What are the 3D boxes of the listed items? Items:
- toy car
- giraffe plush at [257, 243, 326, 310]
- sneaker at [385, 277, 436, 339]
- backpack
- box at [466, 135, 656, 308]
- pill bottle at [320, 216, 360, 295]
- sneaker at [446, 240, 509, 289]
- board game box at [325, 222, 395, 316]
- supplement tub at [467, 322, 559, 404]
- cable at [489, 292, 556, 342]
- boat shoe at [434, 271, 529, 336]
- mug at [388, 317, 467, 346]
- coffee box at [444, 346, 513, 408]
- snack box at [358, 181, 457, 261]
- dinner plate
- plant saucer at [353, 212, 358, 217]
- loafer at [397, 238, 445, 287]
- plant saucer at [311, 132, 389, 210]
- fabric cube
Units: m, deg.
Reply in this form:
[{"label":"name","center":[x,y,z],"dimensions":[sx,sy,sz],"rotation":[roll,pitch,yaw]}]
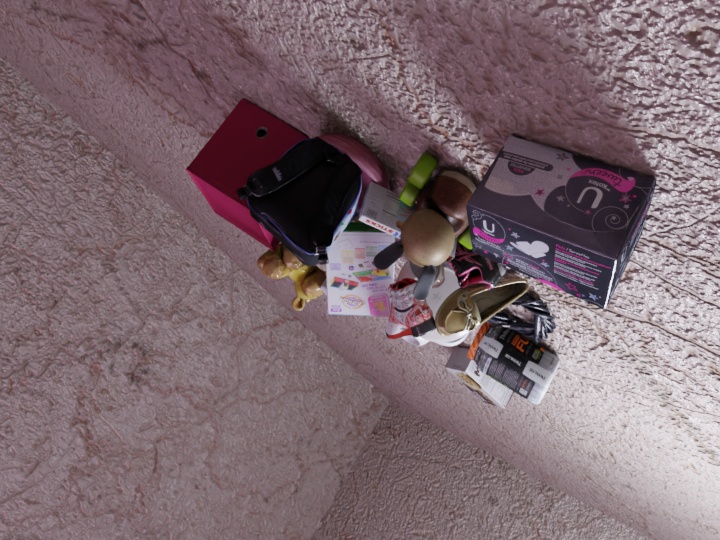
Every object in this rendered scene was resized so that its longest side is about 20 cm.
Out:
[{"label":"toy car","center":[0.113,-0.056,0.929],"dimensions":[0.162,0.203,0.158],"rotation":[34,164,2]},{"label":"giraffe plush","center":[-0.140,0.003,1.318],"dimensions":[0.166,0.169,0.201],"rotation":[61,-178,-18]},{"label":"sneaker","center":[0.087,0.075,1.119],"dimensions":[0.111,0.065,0.201],"rotation":[69,163,1]},{"label":"backpack","center":[-0.088,-0.127,0.991],"dimensions":[0.199,0.192,0.154],"rotation":[40,168,1]},{"label":"box","center":[0.255,-0.070,0.719],"dimensions":[0.196,0.134,0.116],"rotation":[26,159,29]},{"label":"pill bottle","center":[-0.008,-0.021,1.286],"dimensions":[0.109,0.203,0.112],"rotation":[31,164,10]},{"label":"sneaker","center":[0.200,-0.015,1.062],"dimensions":[0.079,0.097,0.197],"rotation":[43,164,-35]},{"label":"board game box","center":[0.000,0.000,1.161],"dimensions":[0.147,0.041,0.206],"rotation":[2,121,3]},{"label":"supplement tub","center":[0.362,0.215,1.318],"dimensions":[0.196,0.124,0.123],"rotation":[29,164,20]},{"label":"cable","center":[0.336,0.097,1.174],"dimensions":[0.161,0.051,0.200],"rotation":[35,164,3]},{"label":"boat shoe","center":[0.229,0.063,1.043],"dimensions":[0.063,0.196,0.076],"rotation":[13,125,66]},{"label":"mug","center":[0.166,0.088,1.271],"dimensions":[0.197,0.178,0.148],"rotation":[32,165,9]},{"label":"coffee box","center":[0.370,0.329,1.701],"dimensions":[0.199,0.081,0.112],"rotation":[42,162,-20]},{"label":"snack box","center":[0.093,-0.089,1.019],"dimensions":[0.195,0.074,0.024],"rotation":[23,154,-15]},{"label":"dinner plate","center":[0.166,0.055,1.169],"dimensions":[0.197,0.204,0.024],"rotation":[33,-165,7]},{"label":"plant saucer","center":[-0.101,-0.118,1.153],"dimensions":[0.198,0.194,0.037],"rotation":[7,107,59]},{"label":"loafer","center":[0.128,-0.039,1.107],"dimensions":[0.062,0.072,0.203],"rotation":[29,-155,-40]},{"label":"plant saucer","center":[-0.018,-0.197,1.087],"dimensions":[0.197,0.051,0.202],"rotation":[34,163,11]},{"label":"fabric cube","center":[-0.229,-0.208,1.226],"dimensions":[0.193,0.202,0.201],"rotation":[31,164,15]}]
